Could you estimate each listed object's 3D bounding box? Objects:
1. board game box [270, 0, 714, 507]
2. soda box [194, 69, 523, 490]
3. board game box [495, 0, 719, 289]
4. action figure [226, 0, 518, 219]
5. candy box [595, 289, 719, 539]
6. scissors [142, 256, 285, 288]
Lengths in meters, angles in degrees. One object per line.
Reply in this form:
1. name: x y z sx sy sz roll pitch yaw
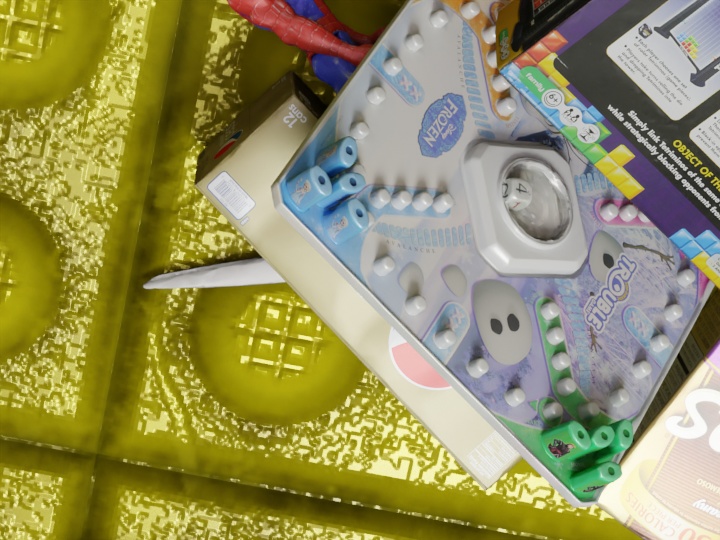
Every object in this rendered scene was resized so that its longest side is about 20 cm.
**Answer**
1. board game box: 0.078 -0.030 1.157 0.200 0.200 0.026 45 140 -13
2. soda box: 0.013 0.004 1.203 0.064 0.068 0.200 -41 102 7
3. board game box: 0.183 -0.082 1.112 0.165 0.057 0.200 -37 115 23
4. action figure: -0.003 -0.092 1.186 0.052 0.065 0.200 -43 94 13
5. candy box: 0.211 0.058 1.245 0.116 0.056 0.200 35 102 -11
6. scissors: 0.000 0.000 1.241 0.199 0.014 0.073 -22 106 2
